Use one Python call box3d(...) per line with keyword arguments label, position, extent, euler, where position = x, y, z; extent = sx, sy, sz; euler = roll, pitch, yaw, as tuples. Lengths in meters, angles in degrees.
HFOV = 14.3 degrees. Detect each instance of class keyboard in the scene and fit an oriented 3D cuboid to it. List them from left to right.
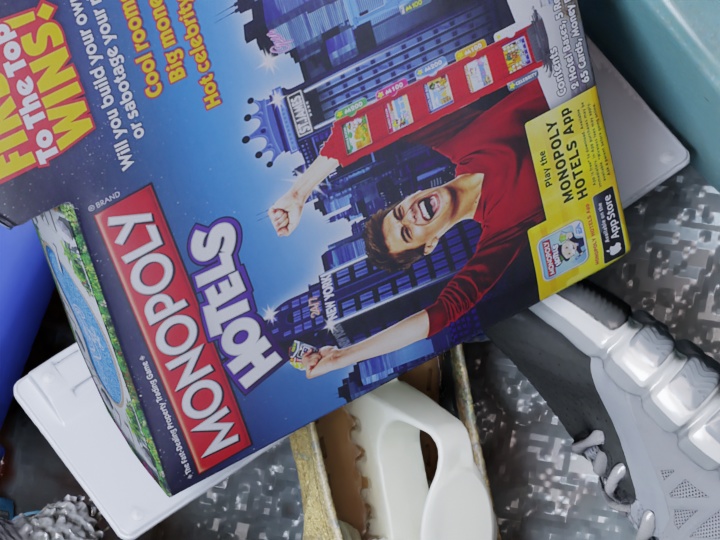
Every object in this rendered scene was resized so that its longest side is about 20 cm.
box3d(label="keyboard", position=(0.000, 0.000, 0.808), extent=(0.200, 0.011, 0.056), euler=(-34, 77, -16))

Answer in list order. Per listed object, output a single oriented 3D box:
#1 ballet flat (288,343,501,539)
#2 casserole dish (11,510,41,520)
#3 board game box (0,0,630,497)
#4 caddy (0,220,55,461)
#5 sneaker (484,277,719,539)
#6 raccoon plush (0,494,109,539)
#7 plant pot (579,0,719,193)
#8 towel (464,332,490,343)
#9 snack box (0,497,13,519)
box3d(label="ballet flat", position=(0.007, 0.032, 0.842), extent=(0.071, 0.071, 0.200), euler=(-8, 95, 13))
box3d(label="casserole dish", position=(-0.063, 0.166, 0.842), extent=(0.121, 0.039, 0.200), euler=(-13, 87, 54))
box3d(label="board game box", position=(-0.044, -0.052, 0.736), extent=(0.200, 0.200, 0.062), euler=(-26, 35, -16))
box3d(label="caddy", position=(-0.177, 0.007, 0.857), extent=(0.200, 0.141, 0.105), euler=(5, 70, 59))
box3d(label="sneaker", position=(0.089, 0.089, 0.827), extent=(0.200, 0.075, 0.116), euler=(37, 95, 11))
box3d(label="raccoon plush", position=(-0.072, 0.152, 0.782), extent=(0.200, 0.097, 0.134), euler=(34, 114, 7))
box3d(label="plant pot", position=(0.122, -0.105, 0.814), extent=(0.141, 0.141, 0.200), euler=(-31, 83, -2))
box3d(label="towel", position=(-0.002, -0.074, 0.908), extent=(0.145, 0.024, 0.200), euler=(-5, 80, 15))
box3d(label="snack box", position=(-0.222, 0.080, 0.891), extent=(0.200, 0.116, 0.037), euler=(0, 81, 14))
